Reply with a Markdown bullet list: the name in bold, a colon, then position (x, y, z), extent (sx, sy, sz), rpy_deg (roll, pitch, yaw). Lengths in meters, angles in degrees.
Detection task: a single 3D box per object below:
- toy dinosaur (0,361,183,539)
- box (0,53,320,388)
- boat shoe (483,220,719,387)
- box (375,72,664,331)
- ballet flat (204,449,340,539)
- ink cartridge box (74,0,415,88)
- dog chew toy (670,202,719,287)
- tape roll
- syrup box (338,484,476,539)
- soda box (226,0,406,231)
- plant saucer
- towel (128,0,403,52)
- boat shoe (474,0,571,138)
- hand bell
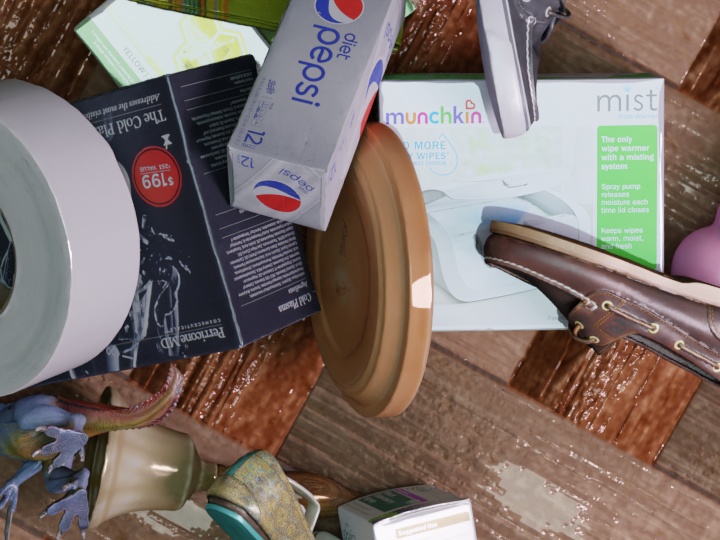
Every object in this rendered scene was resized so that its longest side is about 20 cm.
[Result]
- **toy dinosaur**: position (-0.228, 0.122, 1.351), extent (0.199, 0.181, 0.105), rpy_deg (-24, 114, -16)
- **box**: position (-0.153, -0.031, 1.316), extent (0.199, 0.104, 0.183), rpy_deg (-12, 97, 33)
- **boat shoe**: position (0.172, 0.024, 1.294), extent (0.199, 0.070, 0.071), rpy_deg (19, 92, -3)
- **box**: position (0.110, -0.051, 1.368), extent (0.199, 0.097, 0.178), rpy_deg (0, 98, -1)
- **ballet flat**: position (-0.044, 0.200, 1.378), extent (0.070, 0.071, 0.200), rpy_deg (-28, 130, 1)
- **ink cartridge box**: position (-0.080, -0.178, 1.376), extent (0.200, 0.048, 0.146), rpy_deg (-39, 94, 5)
- **dog chew toy**: position (0.307, -0.025, 1.366), extent (0.199, 0.125, 0.125), rpy_deg (-32, 95, 10)
- **tape roll**: position (-0.242, -0.020, 1.268), extent (0.202, 0.071, 0.204), rpy_deg (10, 108, 31)
- **syrup box**: position (0.045, 0.261, 1.394), extent (0.081, 0.079, 0.201), rpy_deg (-12, 97, -20)
- **soda box**: position (-0.025, -0.126, 1.269), extent (0.068, 0.064, 0.201), rpy_deg (14, 55, 7)
- **plant saucer**: position (0.000, 0.000, 1.317), extent (0.032, 0.200, 0.202), rpy_deg (-3, 96, -20)
- **towel**: position (-0.062, -0.211, 1.355), extent (0.199, 0.018, 0.087), rpy_deg (10, 80, -16)
- **boat shoe**: position (0.108, -0.189, 1.288), extent (0.066, 0.070, 0.201), rpy_deg (-7, 76, 2)
- **hand bell**: position (-0.094, 0.152, 1.398), extent (0.199, 0.104, 0.105), rpy_deg (11, 95, -14)
